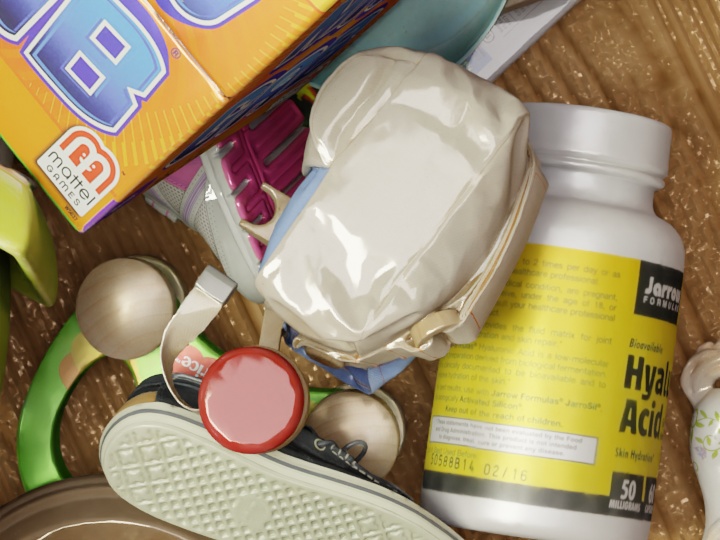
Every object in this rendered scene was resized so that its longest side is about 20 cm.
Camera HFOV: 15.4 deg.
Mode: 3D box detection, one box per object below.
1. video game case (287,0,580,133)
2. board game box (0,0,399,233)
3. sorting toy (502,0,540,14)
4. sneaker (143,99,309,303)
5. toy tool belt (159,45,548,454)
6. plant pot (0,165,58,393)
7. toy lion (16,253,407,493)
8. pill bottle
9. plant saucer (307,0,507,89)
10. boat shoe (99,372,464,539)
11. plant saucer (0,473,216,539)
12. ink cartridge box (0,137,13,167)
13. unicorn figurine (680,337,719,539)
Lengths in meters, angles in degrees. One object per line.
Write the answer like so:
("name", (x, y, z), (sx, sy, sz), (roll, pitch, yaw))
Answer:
("video game case", (-0.006, -0.163, 1.312), (0.182, 0.022, 0.200), (-43, 89, -3))
("board game box", (-0.072, -0.177, 1.117), (0.200, 0.200, 0.200), (-39, 90, 33))
("sorting toy", (0.096, -0.239, 1.223), (0.198, 0.069, 0.201), (-16, 87, 33))
("sneaker", (-0.089, -0.069, 1.278), (0.088, 0.081, 0.201), (-27, 93, 36))
("toy tool belt", (0.000, 0.000, 1.198), (0.125, 0.123, 0.201), (33, 85, 7))
("plant pot", (-0.238, 0.016, 1.128), (0.199, 0.199, 0.182), (29, 82, 2))
("toy lion", (-0.080, 0.117, 1.278), (0.199, 0.069, 0.192), (31, 94, 1))
("pill bottle", (0.094, 0.026, 1.257), (0.111, 0.111, 0.201), (7, 86, -1))
("plant saucer", (0.003, -0.181, 1.237), (0.199, 0.027, 0.201), (10, 107, 37))
("boat shoe", (-0.026, 0.105, 1.212), (0.199, 0.062, 0.075), (28, 118, -13))
("plant saucer", (-0.115, 0.196, 1.253), (0.199, 0.029, 0.201), (1, 99, 6))
("ink cartridge box", (-0.243, -0.037, 1.267), (0.145, 0.084, 0.201), (7, 87, 0))
("unicorn figurine", (0.196, 0.125, 1.279), (0.137, 0.074, 0.201), (-9, 72, 8))
